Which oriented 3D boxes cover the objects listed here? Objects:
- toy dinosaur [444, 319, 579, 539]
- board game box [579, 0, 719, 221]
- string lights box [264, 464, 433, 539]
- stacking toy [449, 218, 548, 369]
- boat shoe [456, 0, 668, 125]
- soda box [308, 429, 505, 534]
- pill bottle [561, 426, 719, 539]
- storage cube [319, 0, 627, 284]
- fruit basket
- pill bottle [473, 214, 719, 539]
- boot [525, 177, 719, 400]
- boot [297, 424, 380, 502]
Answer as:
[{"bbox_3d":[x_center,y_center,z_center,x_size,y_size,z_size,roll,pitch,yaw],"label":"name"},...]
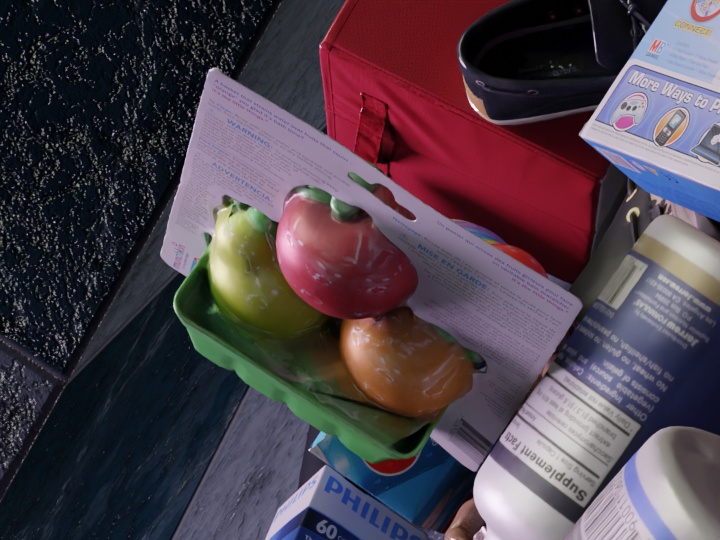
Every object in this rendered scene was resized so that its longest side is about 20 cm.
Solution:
[{"bbox_3d":[0.076,0.128,1.290,0.200,0.086,0.136,-54,11,29],"label":"toy dinosaur"},{"bbox_3d":[0.225,-0.110,1.241,0.196,0.056,0.200,-56,32,-3],"label":"board game box"},{"bbox_3d":[-0.021,0.212,1.395,0.059,0.103,0.200,-45,14,44],"label":"string lights box"},{"bbox_3d":[0.056,0.012,1.327,0.086,0.085,0.200,-56,4,-5],"label":"stacking toy"},{"bbox_3d":[0.142,-0.127,1.388,0.199,0.062,0.075,-13,66,20],"label":"boat shoe"},{"bbox_3d":[0.037,0.096,1.380,0.064,0.068,0.200,-56,-15,0],"label":"soda box"},{"bbox_3d":[0.096,0.167,1.003,0.200,0.114,0.114,-52,11,19],"label":"pill bottle"},{"bbox_3d":[0.097,-0.124,1.548,0.201,0.179,0.171,-60,-12,-19],"label":"storage cube"},{"bbox_3d":[0.000,0.000,1.166,0.094,0.185,0.200,-55,-6,-31],"label":"fruit basket"},{"bbox_3d":[0.119,0.086,1.145,0.200,0.111,0.111,-55,11,2],"label":"pill bottle"},{"bbox_3d":[0.146,-0.001,1.404,0.151,0.073,0.200,-52,17,18],"label":"boot"},{"bbox_3d":[-0.005,0.057,1.597,0.200,0.076,0.169,114,149,-59],"label":"boot"}]
